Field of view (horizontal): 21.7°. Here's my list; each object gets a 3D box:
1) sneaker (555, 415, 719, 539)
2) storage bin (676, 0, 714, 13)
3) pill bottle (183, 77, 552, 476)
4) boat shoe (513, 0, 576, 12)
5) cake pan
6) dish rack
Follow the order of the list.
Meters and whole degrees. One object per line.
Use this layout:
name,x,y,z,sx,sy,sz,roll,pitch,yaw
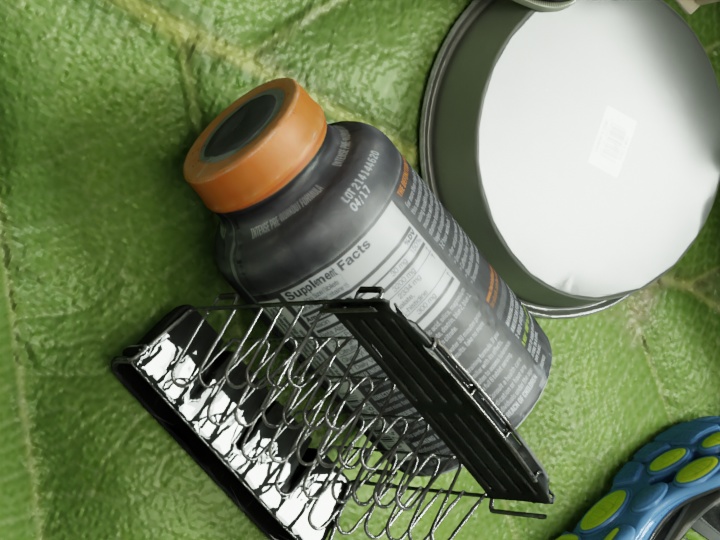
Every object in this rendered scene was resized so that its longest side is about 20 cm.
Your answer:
sneaker,0.177,0.155,1.076,0.199,0.071,0.083,-40,119,-16
storage bin,0.197,-0.279,1.004,0.199,0.094,0.200,45,72,-18
pill bottle,0.000,0.000,0.927,0.106,0.106,0.200,-48,116,-18
boat shoe,0.058,-0.215,0.948,0.201,0.061,0.072,48,67,-15
cake pan,0.125,-0.071,1.035,0.200,0.037,0.201,-3,97,-31
dish rack,-0.010,0.074,0.878,0.153,0.200,0.055,49,61,-25
